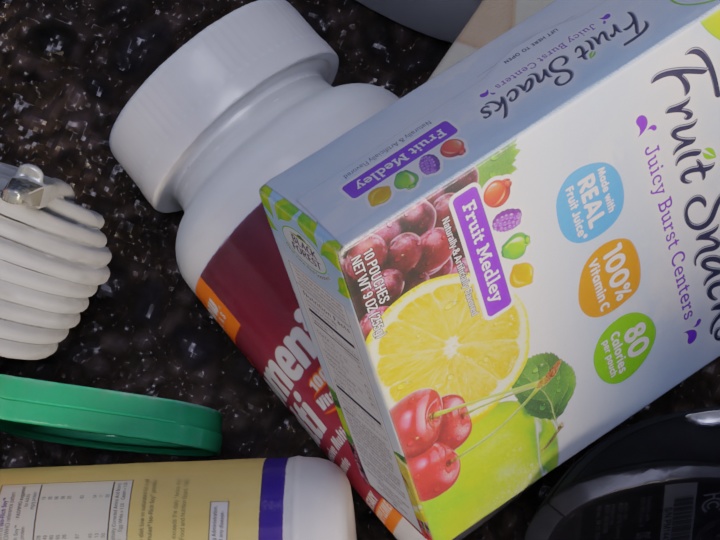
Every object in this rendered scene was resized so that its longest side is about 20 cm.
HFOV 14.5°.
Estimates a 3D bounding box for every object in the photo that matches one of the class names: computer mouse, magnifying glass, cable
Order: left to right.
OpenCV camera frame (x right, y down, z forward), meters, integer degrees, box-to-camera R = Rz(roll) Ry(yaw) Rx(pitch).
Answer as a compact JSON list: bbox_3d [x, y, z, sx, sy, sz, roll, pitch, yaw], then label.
[{"bbox_3d":[-0.188,-0.026,1.042,0.200,0.200,0.069,21,88,18],"label":"cable"},{"bbox_3d":[-0.126,0.047,1.028,0.080,0.200,0.022,0,82,36],"label":"magnifying glass"},{"bbox_3d":[0.154,0.092,1.009,0.200,0.141,0.046,-11,46,-3],"label":"computer mouse"}]

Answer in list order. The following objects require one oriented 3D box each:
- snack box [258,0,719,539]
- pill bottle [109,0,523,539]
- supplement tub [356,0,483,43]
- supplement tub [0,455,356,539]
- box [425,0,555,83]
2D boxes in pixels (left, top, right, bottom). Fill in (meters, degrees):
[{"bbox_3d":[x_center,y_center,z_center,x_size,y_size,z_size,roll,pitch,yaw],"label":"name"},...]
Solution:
[{"bbox_3d":[0.076,-0.017,0.951,0.200,0.142,0.053,-33,43,-16],"label":"snack box"},{"bbox_3d":[0.000,0.000,1.071,0.110,0.110,0.200,-39,78,-7],"label":"pill bottle"},{"bbox_3d":[0.051,-0.204,1.106,0.132,0.132,0.200,30,79,9],"label":"supplement tub"},{"bbox_3d":[-0.101,0.143,1.024,0.200,0.145,0.146,-2,77,2],"label":"supplement tub"},{"bbox_3d":[0.114,-0.102,1.026,0.078,0.095,0.200,45,106,35],"label":"box"}]
